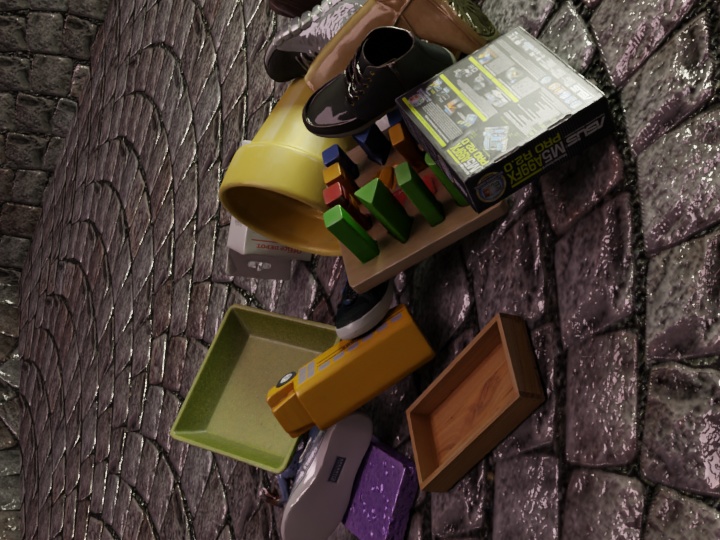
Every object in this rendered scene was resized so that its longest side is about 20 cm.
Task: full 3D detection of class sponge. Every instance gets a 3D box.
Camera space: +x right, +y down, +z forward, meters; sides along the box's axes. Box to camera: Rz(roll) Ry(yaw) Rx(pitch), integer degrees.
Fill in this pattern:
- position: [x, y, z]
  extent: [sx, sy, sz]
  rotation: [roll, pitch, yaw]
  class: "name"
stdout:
- position: [0.008, 0.263, 1.373]
  extent: [0.200, 0.029, 0.113]
  rotation: [21, 98, 64]
  class: "sponge"

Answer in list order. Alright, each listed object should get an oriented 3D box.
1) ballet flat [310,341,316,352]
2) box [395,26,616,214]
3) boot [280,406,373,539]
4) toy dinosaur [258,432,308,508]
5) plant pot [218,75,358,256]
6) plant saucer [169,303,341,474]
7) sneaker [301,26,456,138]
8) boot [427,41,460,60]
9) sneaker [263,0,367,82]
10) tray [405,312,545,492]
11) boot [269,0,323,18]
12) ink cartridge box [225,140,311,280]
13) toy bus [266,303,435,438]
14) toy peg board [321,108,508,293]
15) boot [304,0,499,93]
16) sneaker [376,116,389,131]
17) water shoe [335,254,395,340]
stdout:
- position: [-0.083, 0.099, 1.573]
  extent: [0.199, 0.067, 0.069]
  rotation: [-15, 66, 62]
  class: "ballet flat"
- position: [0.141, -0.158, 1.138]
  extent: [0.159, 0.044, 0.200]
  rotation: [-32, 36, 0]
  class: "box"
- position: [-0.046, 0.241, 1.391]
  extent: [0.202, 0.072, 0.090]
  rotation: [-63, 22, 13]
  class: "boot"
- position: [-0.064, 0.231, 1.521]
  extent: [0.200, 0.105, 0.182]
  rotation: [42, 113, 22]
  class: "toy dinosaur"
- position: [-0.067, -0.147, 1.514]
  extent: [0.200, 0.199, 0.191]
  rotation: [-17, 50, 61]
  class: "plant pot"
- position: [-0.126, 0.156, 1.468]
  extent: [0.198, 0.048, 0.202]
  rotation: [11, 68, 35]
  class: "plant saucer"
- position: [-0.001, -0.216, 1.258]
  extent: [0.198, 0.106, 0.076]
  rotation: [-21, 69, 27]
  class: "sneaker"
- position: [0.062, -0.337, 1.353]
  extent: [0.071, 0.142, 0.204]
  rotation: [-161, 83, -68]
  class: "boot"
- position: [-0.042, -0.273, 1.433]
  extent: [0.199, 0.075, 0.117]
  rotation: [-35, 60, 33]
  class: "sneaker"
- position: [0.117, 0.143, 1.189]
  extent: [0.200, 0.037, 0.100]
  rotation: [-52, 37, 42]
  class: "tray"
- position: [-0.050, -0.328, 1.515]
  extent: [0.187, 0.198, 0.065]
  rotation: [-49, 39, 45]
  class: "boot"
- position: [-0.125, -0.082, 1.658]
  extent: [0.067, 0.115, 0.203]
  rotation: [21, 104, 59]
  class: "ink cartridge box"
- position: [-0.013, 0.121, 1.304]
  extent: [0.199, 0.065, 0.078]
  rotation: [-34, 13, 4]
  class: "toy bus"
- position: [0.038, -0.115, 1.274]
  extent: [0.199, 0.098, 0.201]
  rotation: [-29, 48, 16]
  class: "toy peg board"
- position: [0.051, -0.248, 1.329]
  extent: [0.175, 0.066, 0.200]
  rotation: [43, 123, 7]
  class: "boot"
- position: [0.064, -0.258, 1.429]
  extent: [0.087, 0.074, 0.203]
  rotation: [16, 98, 47]
  class: "sneaker"
- position: [0.000, 0.000, 1.341]
  extent: [0.071, 0.079, 0.201]
  rotation: [-25, 25, 34]
  class: "water shoe"
